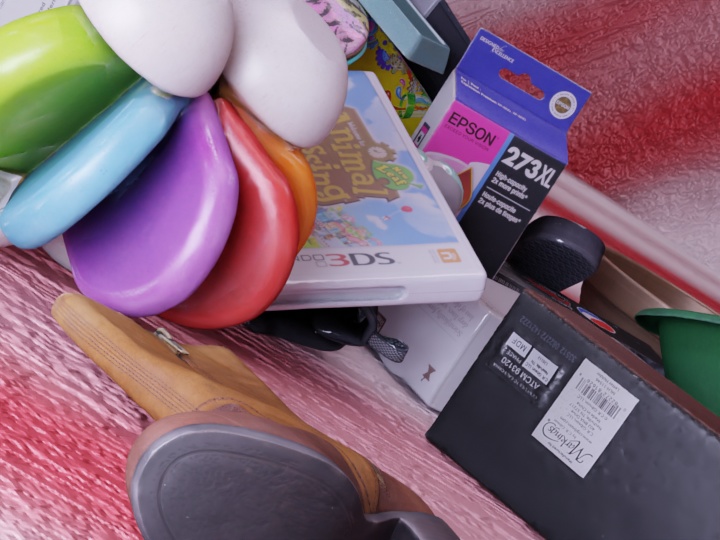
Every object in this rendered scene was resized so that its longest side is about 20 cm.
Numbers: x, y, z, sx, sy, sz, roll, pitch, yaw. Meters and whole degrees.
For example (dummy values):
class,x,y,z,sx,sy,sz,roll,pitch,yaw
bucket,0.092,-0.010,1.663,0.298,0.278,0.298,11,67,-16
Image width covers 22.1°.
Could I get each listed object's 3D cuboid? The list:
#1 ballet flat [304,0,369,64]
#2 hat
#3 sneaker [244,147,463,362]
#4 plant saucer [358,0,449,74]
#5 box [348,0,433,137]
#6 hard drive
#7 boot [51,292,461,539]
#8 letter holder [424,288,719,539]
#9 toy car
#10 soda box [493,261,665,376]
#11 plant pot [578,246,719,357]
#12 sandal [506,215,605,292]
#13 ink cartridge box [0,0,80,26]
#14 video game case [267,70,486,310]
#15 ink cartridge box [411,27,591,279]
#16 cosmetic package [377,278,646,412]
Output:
class,x,y,z,sx,sy,sz,roll,pitch,yaw
ballet flat,-0.059,-0.190,1.159,0.200,0.069,0.071,46,-26,53
hat,0.242,0.130,1.216,0.165,0.176,0.200,16,-6,-1
sneaker,0.000,0.000,1.056,0.200,0.078,0.140,-12,45,-31
plant saucer,-0.013,-0.207,1.176,0.200,0.019,0.070,53,16,16
box,-0.042,-0.126,1.301,0.193,0.122,0.200,52,-4,-37
hard drive,0.030,-0.166,1.309,0.135,0.042,0.200,53,-6,-34
boot,-0.060,0.054,0.709,0.188,0.069,0.200,21,14,-47
letter holder,0.162,0.116,1.005,0.200,0.101,0.142,39,10,32
toy car,-0.097,-0.044,0.837,0.200,0.175,0.150,19,41,-54
soda box,0.125,0.044,1.333,0.200,0.063,0.071,29,11,-15
plant pot,0.250,0.068,1.519,0.201,0.093,0.201,32,9,-6
sandal,0.123,-0.007,1.393,0.076,0.043,0.200,32,-24,-20
ink cartridge box,-0.215,-0.180,1.126,0.200,0.145,0.145,38,13,23
video game case,-0.047,-0.050,1.021,0.182,0.022,0.200,-2,40,-22
ink cartridge box,0.067,-0.051,1.222,0.095,0.200,0.037,27,11,-21
cosmetic package,0.106,0.063,1.164,0.200,0.074,0.102,26,11,-39
